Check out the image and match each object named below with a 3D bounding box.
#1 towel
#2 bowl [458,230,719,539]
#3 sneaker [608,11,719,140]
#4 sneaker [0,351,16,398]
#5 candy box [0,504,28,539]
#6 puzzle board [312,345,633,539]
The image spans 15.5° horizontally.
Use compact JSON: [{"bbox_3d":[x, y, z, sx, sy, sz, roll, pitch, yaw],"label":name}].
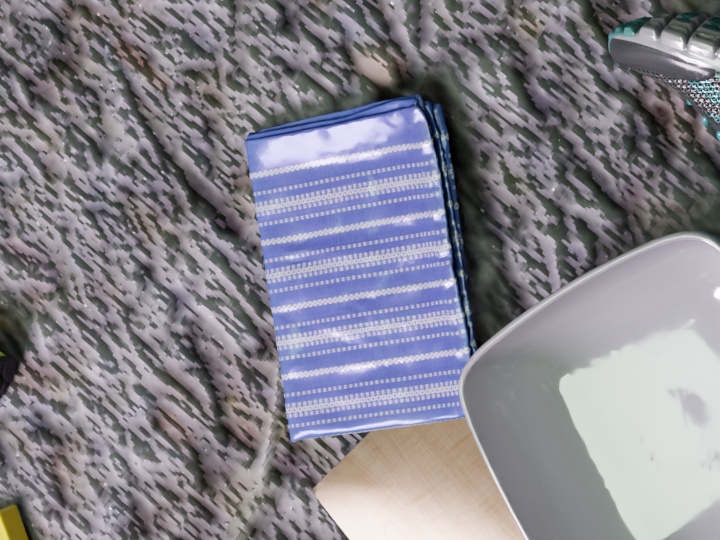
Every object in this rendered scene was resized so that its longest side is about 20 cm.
[{"bbox_3d":[0.000,0.000,1.638,0.145,0.024,0.201,-9,89,31],"label":"towel"},{"bbox_3d":[0.179,0.091,1.532,0.200,0.075,0.200,-32,82,25],"label":"bowl"},{"bbox_3d":[0.225,-0.086,1.489,0.200,0.078,0.091,21,111,25],"label":"sneaker"},{"bbox_3d":[-0.320,0.096,1.816,0.200,0.074,0.081,-42,69,21],"label":"sneaker"},{"bbox_3d":[-0.246,0.270,1.819,0.102,0.026,0.200,-22,87,32],"label":"candy box"},{"bbox_3d":[0.081,0.165,1.635,0.151,0.017,0.200,-45,77,25],"label":"puzzle board"}]
